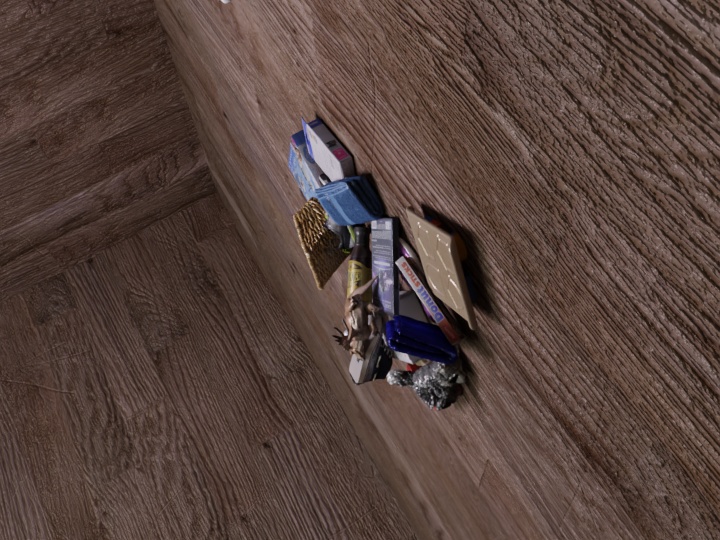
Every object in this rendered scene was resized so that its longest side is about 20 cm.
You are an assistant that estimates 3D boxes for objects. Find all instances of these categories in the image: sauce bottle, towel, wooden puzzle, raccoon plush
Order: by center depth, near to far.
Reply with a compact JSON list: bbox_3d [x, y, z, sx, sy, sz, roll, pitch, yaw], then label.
[{"bbox_3d":[0.158,-0.013,1.332,0.200,0.045,0.189,-130,18,-59],"label":"wooden puzzle"},{"bbox_3d":[0.124,0.134,1.482,0.200,0.143,0.051,-76,-1,-84],"label":"towel"},{"bbox_3d":[0.140,0.224,1.586,0.098,0.194,0.136,-73,-22,-45],"label":"raccoon plush"},{"bbox_3d":[-0.029,-0.152,1.645,0.113,0.048,0.198,54,157,-17],"label":"towel"},{"bbox_3d":[0.000,0.000,1.740,0.066,0.064,0.207,160,111,-76],"label":"sauce bottle"}]

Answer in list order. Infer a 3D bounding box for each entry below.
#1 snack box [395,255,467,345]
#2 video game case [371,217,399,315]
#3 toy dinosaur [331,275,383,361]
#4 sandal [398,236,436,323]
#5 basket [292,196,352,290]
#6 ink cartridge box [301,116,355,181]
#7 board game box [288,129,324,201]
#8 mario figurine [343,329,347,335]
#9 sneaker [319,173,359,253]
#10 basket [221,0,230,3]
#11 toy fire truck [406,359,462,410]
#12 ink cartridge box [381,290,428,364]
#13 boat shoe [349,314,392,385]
[{"bbox_3d":[0.142,0.059,1.460,0.202,0.024,0.072,56,-166,12],"label":"snack box"},{"bbox_3d":[0.054,-0.012,1.597,0.142,0.018,0.207,-166,73,-72],"label":"video game case"},{"bbox_3d":[-0.011,0.109,1.646,0.135,0.083,0.207,-166,82,-73],"label":"toy dinosaur"},{"bbox_3d":[0.112,0.022,1.544,0.206,0.049,0.083,62,165,11],"label":"sandal"},{"bbox_3d":[-0.125,-0.076,1.929,0.141,0.150,0.201,34,163,22],"label":"basket"},{"bbox_3d":[-0.073,-0.272,1.711,0.201,0.041,0.121,50,162,36],"label":"ink cartridge box"},{"bbox_3d":[-0.130,-0.246,1.961,0.202,0.043,0.200,60,166,9],"label":"board game box"},{"bbox_3d":[0.026,0.156,1.887,0.124,0.103,0.205,52,-141,-52],"label":"mario figurine"},{"bbox_3d":[-0.065,-0.136,1.783,0.203,0.081,0.072,62,-172,-12],"label":"sneaker"},{"bbox_3d":[-0.263,-0.671,1.426,0.200,0.158,0.202,46,159,47],"label":"basket"},{"bbox_3d":[0.176,0.261,1.752,0.143,0.048,0.201,60,166,15],"label":"toy fire truck"},{"bbox_3d":[0.094,0.132,1.739,0.149,0.084,0.199,65,165,-6],"label":"ink cartridge box"},{"bbox_3d":[0.039,0.181,1.736,0.075,0.090,0.204,53,136,45],"label":"boat shoe"}]
